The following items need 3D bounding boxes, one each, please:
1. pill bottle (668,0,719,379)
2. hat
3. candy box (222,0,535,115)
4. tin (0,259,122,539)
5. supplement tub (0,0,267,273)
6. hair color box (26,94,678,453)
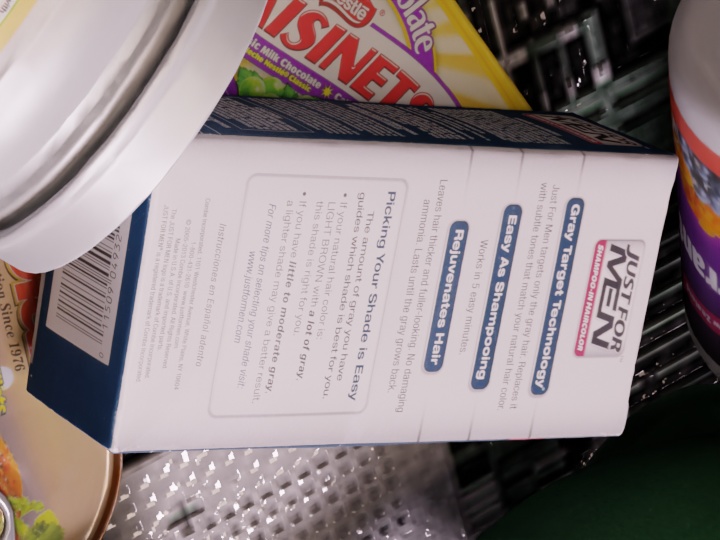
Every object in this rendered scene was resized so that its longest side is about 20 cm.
[{"bbox_3d":[0.165,-0.016,0.921,0.111,0.111,0.200,-34,144,-16],"label":"pill bottle"},{"bbox_3d":[0.029,0.112,0.892,0.176,0.166,0.200,19,85,-26],"label":"hat"},{"bbox_3d":[-0.010,-0.060,0.872,0.102,0.026,0.200,-47,126,-11],"label":"candy box"},{"bbox_3d":[-0.138,0.024,0.821,0.112,0.042,0.200,-19,118,-19],"label":"tin"},{"bbox_3d":[-0.135,-0.102,0.688,0.200,0.145,0.145,34,89,-25],"label":"supplement tub"},{"bbox_3d":[0.000,0.000,0.844,0.200,0.061,0.100,1,106,-35],"label":"hair color box"}]
